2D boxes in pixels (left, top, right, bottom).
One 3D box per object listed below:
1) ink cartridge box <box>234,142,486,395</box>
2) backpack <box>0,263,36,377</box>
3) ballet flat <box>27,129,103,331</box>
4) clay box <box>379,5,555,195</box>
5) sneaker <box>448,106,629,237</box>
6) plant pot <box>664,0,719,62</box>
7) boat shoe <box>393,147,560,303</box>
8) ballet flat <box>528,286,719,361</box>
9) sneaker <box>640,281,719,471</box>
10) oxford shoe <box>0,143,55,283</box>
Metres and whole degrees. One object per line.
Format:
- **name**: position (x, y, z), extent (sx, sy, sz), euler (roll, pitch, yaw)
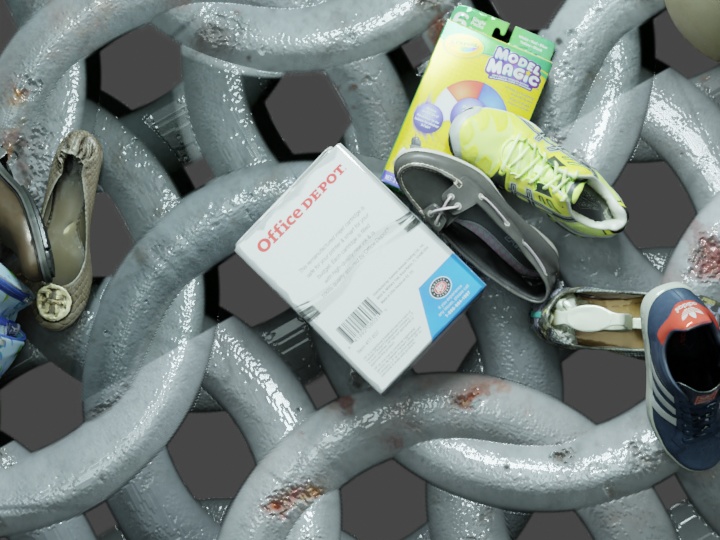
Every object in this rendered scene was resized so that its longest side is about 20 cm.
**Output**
- **ink cartridge box**: position (0.000, 0.000, 1.481), extent (0.146, 0.084, 0.200), euler (-45, 84, -2)
- **backpack**: position (-0.412, 0.030, 1.435), extent (0.183, 0.200, 0.147), euler (33, 89, 6)
- **ballet flat**: position (-0.290, -0.041, 1.516), extent (0.067, 0.046, 0.201), euler (10, 85, 4)
- **clay box**: position (0.108, -0.155, 1.509), extent (0.115, 0.048, 0.201), euler (22, 87, 2)
- **sneaker**: position (0.174, -0.096, 1.455), extent (0.200, 0.076, 0.076), euler (27, 87, -19)
- **plant pot**: position (0.390, -0.301, 1.436), extent (0.187, 0.200, 0.188), euler (0, 85, 2)
- **boat shoe**: position (0.112, -0.041, 1.446), extent (0.200, 0.057, 0.067), euler (36, 126, -20)
- **ballet flat**: position (0.262, 0.051, 1.475), extent (0.199, 0.072, 0.072), euler (3, 85, 2)
- **sneaker**: position (0.308, 0.113, 1.424), extent (0.075, 0.085, 0.201), euler (-22, 116, -7)
- **oxford shoe**: position (-0.355, -0.053, 1.481), extent (0.084, 0.073, 0.200), euler (-27, 57, -19)
